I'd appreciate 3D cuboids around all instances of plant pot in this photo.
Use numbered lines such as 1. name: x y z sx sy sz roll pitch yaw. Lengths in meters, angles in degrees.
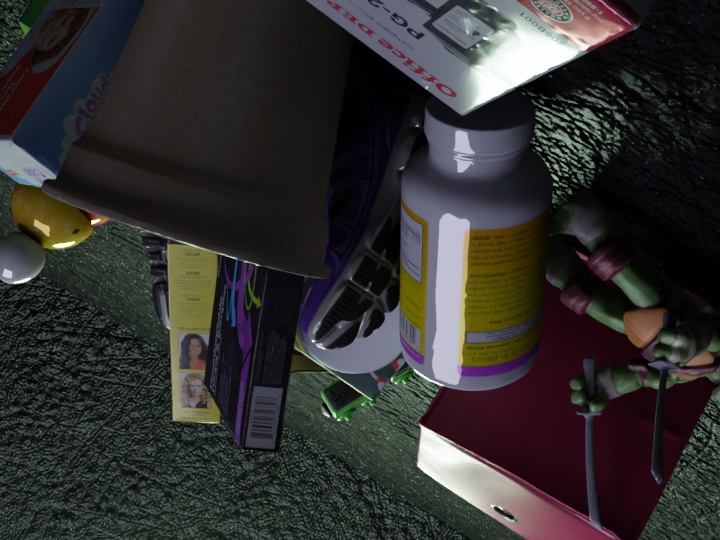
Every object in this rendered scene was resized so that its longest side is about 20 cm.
1. plant pot: -0.089 -0.112 0.849 0.200 0.184 0.200 17 -177 -1

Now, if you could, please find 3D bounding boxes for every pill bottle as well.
1. pill bottle: 0.000 0.000 1.063 0.114 0.114 0.200 35 -159 -12
2. pill bottle: 0.079 -0.023 0.887 0.104 0.104 0.201 23 129 31

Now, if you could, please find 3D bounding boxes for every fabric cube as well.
1. fabric cube: 0.177 0.119 1.097 0.196 0.200 0.199 30 165 10

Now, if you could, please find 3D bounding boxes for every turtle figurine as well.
1. turtle figurine: 0.182 0.054 0.916 0.194 0.200 0.144 48 -176 13

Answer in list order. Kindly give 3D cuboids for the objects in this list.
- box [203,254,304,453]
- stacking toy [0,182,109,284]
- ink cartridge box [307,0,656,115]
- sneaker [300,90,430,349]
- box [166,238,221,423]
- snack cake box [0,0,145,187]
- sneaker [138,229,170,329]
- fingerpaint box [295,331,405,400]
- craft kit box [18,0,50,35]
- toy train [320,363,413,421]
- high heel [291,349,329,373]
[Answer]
1. box: -0.092 0.052 1.052 0.036 0.144 0.200 6 -173 -15
2. stacking toy: -0.298 -0.071 1.277 0.146 0.200 0.146 30 166 8
3. ink cartridge box: 0.054 -0.167 0.640 0.145 0.084 0.200 35 165 -12
4. sneaker: 0.000 -0.038 0.939 0.083 0.201 0.081 15 167 30
5. box: -0.152 0.041 1.208 0.050 0.201 0.075 2 -153 1
6. snack cake box: -0.202 -0.159 0.953 0.067 0.200 0.115 41 163 -35
7. sneaker: -0.162 -0.045 1.289 0.075 0.201 0.115 10 -159 32
8. fingerpaint box: -0.034 0.012 1.255 0.167 0.073 0.200 35 -162 -13
9. craft kit box: -0.229 -0.174 1.280 0.200 0.049 0.198 30 163 7
10. toy train: 0.045 0.089 1.302 0.042 0.200 0.056 56 172 15
11. high heel: -0.055 0.089 1.245 0.142 0.072 0.200 29 -158 -12
